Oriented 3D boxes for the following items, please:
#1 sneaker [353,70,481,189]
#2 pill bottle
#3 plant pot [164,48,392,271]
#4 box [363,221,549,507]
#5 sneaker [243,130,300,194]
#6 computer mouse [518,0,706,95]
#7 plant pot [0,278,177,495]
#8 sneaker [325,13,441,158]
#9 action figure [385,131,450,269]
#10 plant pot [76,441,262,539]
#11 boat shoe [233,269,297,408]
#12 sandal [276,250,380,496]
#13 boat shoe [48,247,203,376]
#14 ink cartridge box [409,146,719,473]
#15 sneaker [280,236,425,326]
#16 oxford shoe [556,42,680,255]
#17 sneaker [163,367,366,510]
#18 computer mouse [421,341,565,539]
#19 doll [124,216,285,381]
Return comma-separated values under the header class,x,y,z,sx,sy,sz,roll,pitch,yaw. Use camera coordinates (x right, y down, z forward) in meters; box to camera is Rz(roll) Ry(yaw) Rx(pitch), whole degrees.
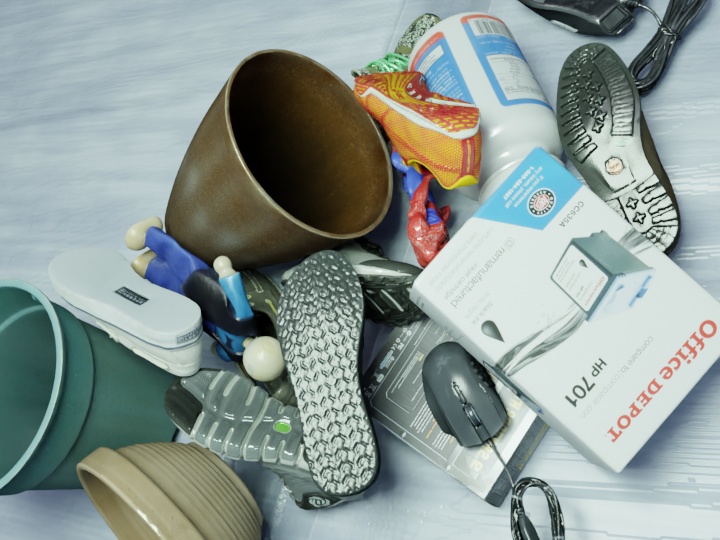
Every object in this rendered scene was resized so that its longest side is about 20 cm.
class,x,y,z,sx,sy,sz,roll,pitch,yaw
sneaker,0.042,-0.131,0.717,0.072,0.078,0.200,-12,34,-15
pill bottle,0.124,-0.136,0.751,0.112,0.112,0.201,-26,59,15
plant pot,-0.102,-0.077,0.775,0.200,0.186,0.188,-31,54,42
box,0.106,0.077,0.704,0.158,0.048,0.201,30,84,32
sneaker,-0.121,-0.139,0.906,0.130,0.079,0.200,-84,21,-58
computer mouse,0.225,-0.241,0.790,0.199,0.046,0.141,25,85,28
plant pot,-0.295,0.132,0.792,0.199,0.196,0.202,-9,69,26
sneaker,0.028,-0.195,0.839,0.077,0.089,0.201,23,80,33
action figure,0.060,-0.065,0.748,0.051,0.066,0.201,-13,44,8
plant pot,-0.154,0.221,0.713,0.200,0.202,0.093,26,52,33
boat shoe,-0.106,0.059,0.813,0.072,0.060,0.202,-38,57,7
sandal,-0.026,0.084,0.663,0.075,0.048,0.202,-7,74,5
boat shoe,-0.220,0.040,0.748,0.199,0.070,0.071,23,40,30
ink cartridge box,0.158,0.030,0.610,0.200,0.086,0.147,42,86,9
sneaker,0.000,0.000,0.751,0.199,0.074,0.080,5,55,53
oxford shoe,0.224,-0.102,0.698,0.072,0.084,0.202,-20,76,28
sneaker,-0.083,0.165,0.717,0.199,0.116,0.075,18,50,17
computer mouse,0.102,0.141,0.629,0.058,0.034,0.201,-33,58,8
doll,-0.139,0.034,0.744,0.200,0.137,0.048,36,50,26
